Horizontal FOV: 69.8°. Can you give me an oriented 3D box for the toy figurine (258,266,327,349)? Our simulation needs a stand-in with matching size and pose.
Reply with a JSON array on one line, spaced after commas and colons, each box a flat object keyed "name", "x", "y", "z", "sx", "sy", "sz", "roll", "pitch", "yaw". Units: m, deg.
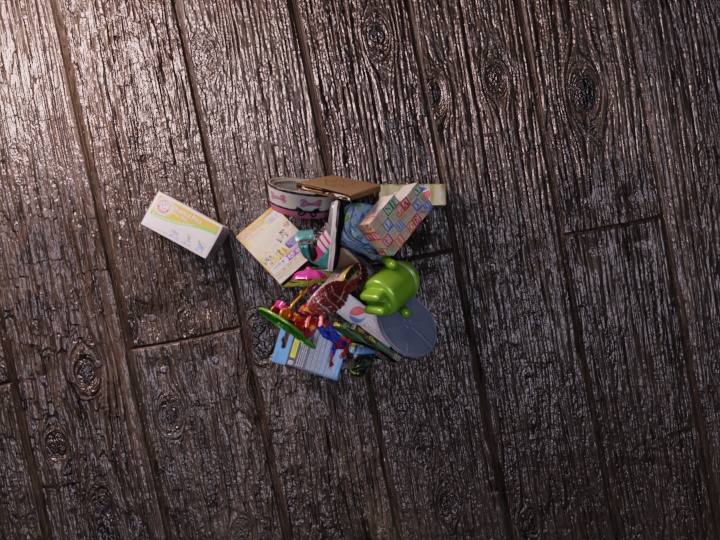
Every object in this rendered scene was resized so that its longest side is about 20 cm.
[{"name": "toy figurine", "x": -0.148, "y": 0.088, "z": 1.418, "sx": 0.200, "sy": 0.150, "sz": 0.184, "roll": 44, "pitch": 70, "yaw": -30}]

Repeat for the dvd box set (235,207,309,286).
[{"name": "dvd box set", "x": -0.235, "y": -0.071, "z": 1.463, "sx": 0.146, "sy": 0.029, "sz": 0.200, "roll": -43, "pitch": 74, "yaw": -12}]

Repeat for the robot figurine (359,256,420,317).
[{"name": "robot figurine", "x": 0.087, "y": 0.047, "z": 1.431, "sx": 0.200, "sy": 0.116, "sz": 0.176, "roll": -37, "pitch": 117, "yaw": -41}]

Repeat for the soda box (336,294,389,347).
[{"name": "soda box", "x": 0.016, "y": 0.146, "z": 1.512, "sx": 0.200, "sy": 0.064, "sz": 0.068, "roll": 38, "pitch": 88, "yaw": -4}]

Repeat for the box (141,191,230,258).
[{"name": "box", "x": -0.485, "y": -0.123, "z": 1.445, "sx": 0.200, "sy": 0.112, "sz": 0.102, "roll": 29, "pitch": 89, "yaw": -3}]

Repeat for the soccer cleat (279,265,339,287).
[{"name": "soccer cleat", "x": -0.136, "y": 0.022, "z": 1.498, "sx": 0.200, "sy": 0.065, "sz": 0.084, "roll": -17, "pitch": 95, "yaw": -4}]

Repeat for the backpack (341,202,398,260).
[{"name": "backpack", "x": 0.023, "y": -0.118, "z": 1.458, "sx": 0.200, "sy": 0.154, "sz": 0.163, "roll": 17, "pitch": 87, "yaw": -5}]

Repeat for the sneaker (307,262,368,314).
[{"name": "sneaker", "x": -0.066, "y": 0.053, "z": 1.387, "sx": 0.200, "sy": 0.082, "sz": 0.078, "roll": -37, "pitch": 105, "yaw": -35}]

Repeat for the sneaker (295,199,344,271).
[{"name": "sneaker", "x": -0.111, "y": -0.101, "z": 1.378, "sx": 0.120, "sy": 0.084, "sz": 0.200, "roll": 13, "pitch": 115, "yaw": 8}]

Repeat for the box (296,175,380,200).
[{"name": "box", "x": -0.055, "y": -0.228, "z": 1.409, "sx": 0.163, "sy": 0.200, "sz": 0.021, "roll": 15, "pitch": 111, "yaw": 22}]

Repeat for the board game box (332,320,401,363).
[{"name": "board game box", "x": 0.018, "y": 0.202, "z": 1.452, "sx": 0.200, "sy": 0.105, "sz": 0.023, "roll": 41, "pitch": 68, "yaw": -34}]

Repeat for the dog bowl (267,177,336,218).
[{"name": "dog bowl", "x": -0.161, "y": -0.200, "z": 1.433, "sx": 0.200, "sy": 0.200, "sz": 0.074, "roll": 8, "pitch": 109, "yaw": -4}]

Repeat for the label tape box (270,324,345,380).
[{"name": "label tape box", "x": -0.143, "y": 0.220, "z": 1.501, "sx": 0.200, "sy": 0.063, "sz": 0.145, "roll": 17, "pitch": 88, "yaw": -5}]

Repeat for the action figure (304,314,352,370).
[{"name": "action figure", "x": -0.079, "y": 0.203, "z": 1.392, "sx": 0.065, "sy": 0.200, "sz": 0.099, "roll": -6, "pitch": 60, "yaw": 29}]

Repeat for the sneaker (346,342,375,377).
[{"name": "sneaker", "x": 0.001, "y": 0.256, "z": 1.444, "sx": 0.071, "sy": 0.200, "sz": 0.083, "roll": 18, "pitch": 72, "yaw": 12}]

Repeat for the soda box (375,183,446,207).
[{"name": "soda box", "x": 0.147, "y": -0.217, "z": 1.511, "sx": 0.200, "sy": 0.068, "sz": 0.064, "roll": 0, "pitch": 91, "yaw": -4}]

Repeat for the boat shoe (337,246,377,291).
[{"name": "boat shoe", "x": 0.000, "y": 0.000, "z": 1.490, "sx": 0.072, "sy": 0.065, "sz": 0.200, "roll": -27, "pitch": 117, "yaw": 37}]

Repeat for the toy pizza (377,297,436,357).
[{"name": "toy pizza", "x": 0.132, "y": 0.159, "z": 1.493, "sx": 0.200, "sy": 0.032, "sz": 0.201, "roll": 16, "pitch": 54, "yaw": -23}]

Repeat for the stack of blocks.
[{"name": "stack of blocks", "x": 0.096, "y": -0.149, "z": 1.394, "sx": 0.200, "sy": 0.059, "sz": 0.115, "roll": -50, "pitch": 116, "yaw": -24}]
